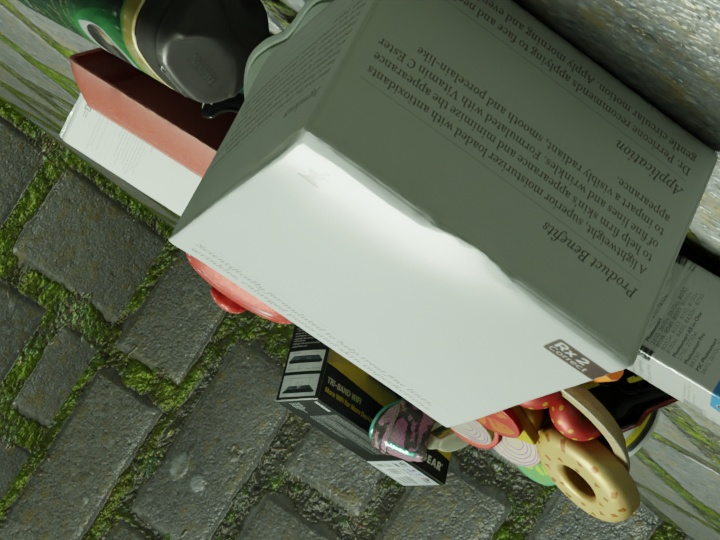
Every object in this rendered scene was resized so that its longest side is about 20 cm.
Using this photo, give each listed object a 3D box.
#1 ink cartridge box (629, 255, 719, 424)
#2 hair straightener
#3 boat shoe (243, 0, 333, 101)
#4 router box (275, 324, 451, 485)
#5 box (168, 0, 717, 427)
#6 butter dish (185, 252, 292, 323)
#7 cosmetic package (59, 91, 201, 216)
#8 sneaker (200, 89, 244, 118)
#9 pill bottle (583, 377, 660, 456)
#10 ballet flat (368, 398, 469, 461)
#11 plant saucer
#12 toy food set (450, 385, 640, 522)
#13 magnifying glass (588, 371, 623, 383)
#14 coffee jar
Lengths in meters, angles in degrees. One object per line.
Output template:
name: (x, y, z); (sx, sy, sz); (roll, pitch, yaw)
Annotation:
ink cartridge box: (0.188, 0.028, 1.195); (0.199, 0.068, 0.116); (31, 174, 14)
hair straightener: (0.218, 0.101, 1.512); (0.077, 0.041, 0.200); (23, 152, -30)
boat shoe: (-0.009, -0.126, 1.113); (0.060, 0.076, 0.200); (-7, -178, -25)
router box: (0.019, 0.085, 1.682); (0.052, 0.158, 0.200); (-6, 150, 38)
box: (0.038, -0.037, 0.958); (0.198, 0.131, 0.200); (35, 155, -14)
butter dish: (-0.100, -0.019, 1.880); (0.199, 0.148, 0.200); (34, -155, -5)
cosmetic package: (-0.151, -0.117, 1.670); (0.199, 0.113, 0.081); (35, 131, 1)
sneaker: (-0.034, -0.096, 1.401); (0.199, 0.080, 0.071); (35, 174, -20)
pill bottle: (0.175, 0.086, 1.645); (0.112, 0.112, 0.200); (27, 170, 48)
ballet flat: (0.084, 0.124, 1.651); (0.071, 0.069, 0.200); (33, -147, 20)
plant saucer: (-0.116, -0.119, 1.485); (0.199, 0.037, 0.200); (32, -158, 9)
toy food set: (0.130, 0.120, 1.502); (0.197, 0.049, 0.200); (17, 154, 43)
magnifying glass: (0.148, 0.083, 1.484); (0.080, 0.022, 0.200); (41, 158, -14)
coffee jar: (-0.156, -0.190, 1.251); (0.199, 0.086, 0.104); (31, 171, 30)
